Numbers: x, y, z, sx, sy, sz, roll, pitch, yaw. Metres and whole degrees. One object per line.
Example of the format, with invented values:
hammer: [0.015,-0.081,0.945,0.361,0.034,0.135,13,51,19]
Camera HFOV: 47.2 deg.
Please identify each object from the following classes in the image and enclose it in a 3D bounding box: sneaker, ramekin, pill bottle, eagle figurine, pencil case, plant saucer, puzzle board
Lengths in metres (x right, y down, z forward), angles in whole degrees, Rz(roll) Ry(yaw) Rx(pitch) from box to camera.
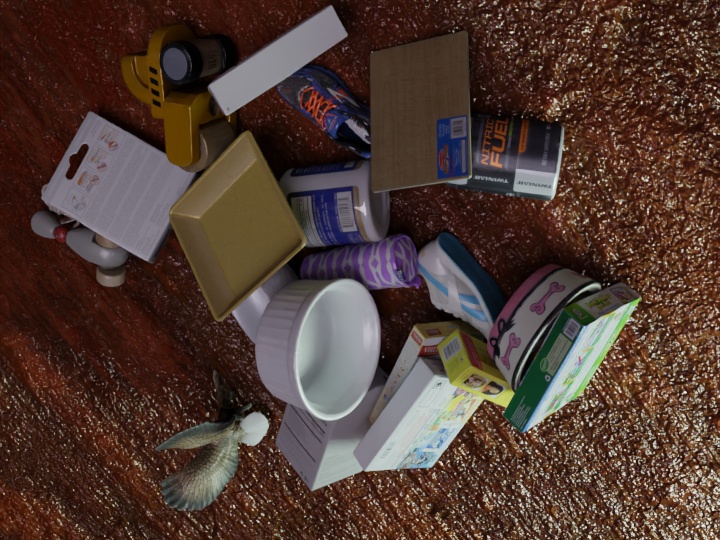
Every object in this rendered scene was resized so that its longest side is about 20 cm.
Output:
sneaker: [-0.037,-0.230,1.193,0.197,0.079,0.076,30,119,-2]
ramekin: [-0.064,0.108,1.212,0.096,0.200,0.205,7,121,37]
pill bottle: [0.180,-0.163,1.156,0.195,0.107,0.109,8,118,10]
eagle figurine: [-0.269,0.304,1.446,0.152,0.201,0.150,45,117,-10]
pencil case: [0.000,0.000,1.278,0.196,0.085,0.086,-9,124,35]
sneaker: [0.161,0.039,1.285,0.080,0.077,0.201,-34,97,34]
pill bottle: [-0.063,-0.097,1.241,0.195,0.120,0.122,-3,115,19]
plant saucer: [-0.173,-0.062,1.204,0.199,0.048,0.203,-39,68,25]
puzzle board: [0.082,-0.216,1.135,0.147,0.017,0.206,-5,80,27]

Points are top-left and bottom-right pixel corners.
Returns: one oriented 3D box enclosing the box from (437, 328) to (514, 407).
box: [0.206,0.161,1.276,0.198,0.076,0.050,27,123,-36]

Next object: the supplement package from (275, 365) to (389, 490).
supplement package: [-0.046,0.240,1.381,0.120,0.119,0.204,43,127,36]

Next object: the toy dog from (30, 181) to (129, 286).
toy dog: [-0.451,-0.061,1.391,0.199,0.096,0.133,42,122,9]

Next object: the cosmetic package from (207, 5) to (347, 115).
cosmetic package: [-0.117,-0.288,1.134,0.198,0.083,0.051,-34,108,-5]

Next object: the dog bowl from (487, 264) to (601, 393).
dog bowl: [0.265,0.080,1.213,0.074,0.198,0.203,40,123,27]

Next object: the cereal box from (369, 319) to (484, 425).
cereal box: [0.109,0.169,1.327,0.040,0.141,0.203,49,129,37]

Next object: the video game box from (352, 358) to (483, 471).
video game box: [0.105,0.232,1.314,0.202,0.180,0.047,-56,50,18]

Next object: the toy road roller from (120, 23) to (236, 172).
toy road roller: [-0.269,-0.258,1.219,0.143,0.123,0.205,9,114,23]

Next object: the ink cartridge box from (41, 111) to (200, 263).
ink cartridge box: [-0.377,-0.131,1.304,0.197,0.047,0.163,29,86,1]

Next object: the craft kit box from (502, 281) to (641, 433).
craft kit box: [0.314,0.125,1.217,0.048,0.195,0.203,41,123,30]

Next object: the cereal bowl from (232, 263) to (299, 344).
cereal bowl: [-0.147,0.039,1.323,0.199,0.083,0.202,41,151,28]
